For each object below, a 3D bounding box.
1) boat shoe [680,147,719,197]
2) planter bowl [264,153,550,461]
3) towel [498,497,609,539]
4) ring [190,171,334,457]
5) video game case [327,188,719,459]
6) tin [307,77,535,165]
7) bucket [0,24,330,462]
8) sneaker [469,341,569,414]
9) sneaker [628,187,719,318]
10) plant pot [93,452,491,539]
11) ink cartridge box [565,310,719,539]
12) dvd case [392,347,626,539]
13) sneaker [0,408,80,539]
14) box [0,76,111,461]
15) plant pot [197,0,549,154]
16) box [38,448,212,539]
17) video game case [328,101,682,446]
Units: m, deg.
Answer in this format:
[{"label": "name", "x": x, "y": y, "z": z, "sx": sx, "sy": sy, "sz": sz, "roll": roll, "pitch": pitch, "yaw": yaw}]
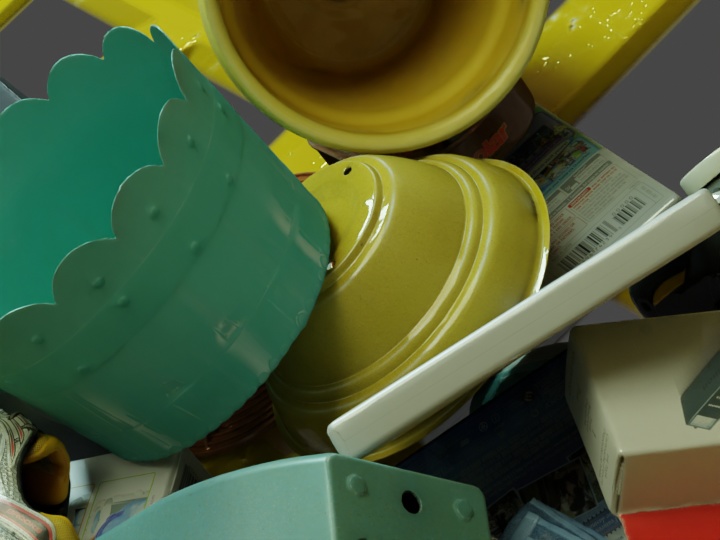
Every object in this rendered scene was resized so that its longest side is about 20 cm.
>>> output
[{"label": "boat shoe", "x": 0.270, "y": -0.075, "z": 1.245, "sx": 0.199, "sy": 0.073, "sz": 0.062, "roll": -31, "pitch": 79, "yaw": -2}, {"label": "planter bowl", "x": 0.000, "y": 0.000, "z": 1.262, "sx": 0.200, "sy": 0.083, "sz": 0.201, "roll": -31, "pitch": 38, "yaw": 28}, {"label": "towel", "x": 0.125, "y": 0.191, "z": 1.022, "sx": 0.199, "sy": 0.048, "sz": 0.112, "roll": 27, "pitch": 86, "yaw": 36}, {"label": "ring", "x": -0.070, "y": 0.022, "z": 1.413, "sx": 0.200, "sy": 0.019, "sz": 0.201, "roll": -28, "pitch": 42, "yaw": 29}, {"label": "video game case", "x": 0.079, "y": 0.028, "z": 1.103, "sx": 0.199, "sy": 0.023, "sz": 0.182, "roll": -32, "pitch": -4, "yaw": 3}, {"label": "tin", "x": 0.037, "y": -0.094, "z": 1.434, "sx": 0.112, "sy": 0.042, "sz": 0.200, "roll": -47, "pitch": 25, "yaw": -5}, {"label": "bucket", "x": -0.124, "y": -0.009, "z": 1.216, "sx": 0.207, "sy": 0.135, "sz": 0.208, "roll": -33, "pitch": 33, "yaw": 26}, {"label": "sneaker", "x": 0.132, "y": 0.088, "z": 1.157, "sx": 0.199, "sy": 0.072, "sz": 0.080, "roll": -2, "pitch": 45, "yaw": 37}, {"label": "sneaker", "x": 0.225, "y": 0.003, "z": 1.171, "sx": 0.199, "sy": 0.070, "sz": 0.090, "roll": -15, "pitch": 39, "yaw": 24}, {"label": "plant pot", "x": -0.030, "y": 0.172, "z": 1.061, "sx": 0.200, "sy": 0.141, "sz": 0.142, "roll": -38, "pitch": 47, "yaw": 42}, {"label": "ink cartridge box", "x": 0.208, "y": 0.084, "z": 1.036, "sx": 0.199, "sy": 0.045, "sz": 0.177, "roll": -6, "pitch": 38, "yaw": -8}, {"label": "dvd case", "x": 0.098, "y": 0.145, "z": 1.099, "sx": 0.142, "sy": 0.018, "sz": 0.201, "roll": -35, "pitch": 56, "yaw": 13}, {"label": "sneaker", "x": -0.191, "y": 0.107, "z": 1.224, "sx": 0.082, "sy": 0.078, "sz": 0.200, "roll": -31, "pitch": 46, "yaw": 1}, {"label": "box", "x": -0.203, "y": 0.018, "z": 1.373, "sx": 0.199, "sy": 0.200, "sz": 0.123, "roll": -53, "pitch": 35, "yaw": -2}, {"label": "plant pot", "x": -0.002, "y": -0.173, "z": 1.371, "sx": 0.200, "sy": 0.201, "sz": 0.189, "roll": -39, "pitch": 9, "yaw": -2}, {"label": "box", "x": -0.162, "y": 0.179, "z": 1.268, "sx": 0.199, "sy": 0.113, "sz": 0.102, "roll": -12, "pitch": 42, "yaw": 27}, {"label": "video game case", "x": 0.068, "y": -0.005, "z": 1.352, "sx": 0.200, "sy": 0.022, "sz": 0.182, "roll": -43, "pitch": 37, "yaw": -5}]
